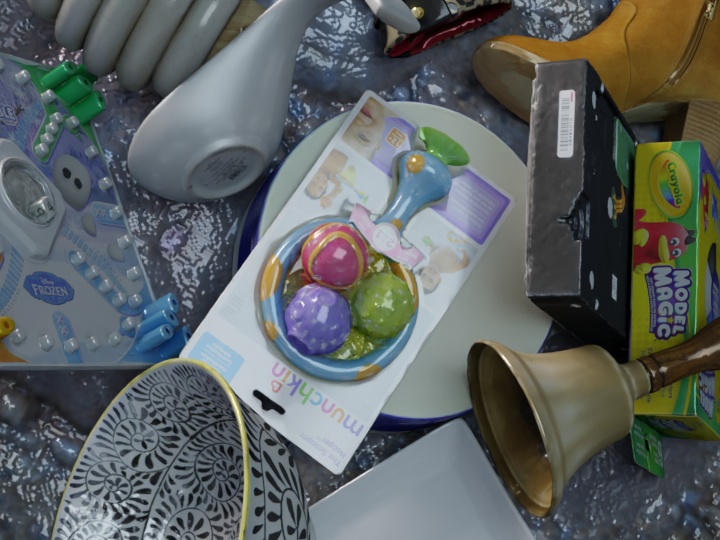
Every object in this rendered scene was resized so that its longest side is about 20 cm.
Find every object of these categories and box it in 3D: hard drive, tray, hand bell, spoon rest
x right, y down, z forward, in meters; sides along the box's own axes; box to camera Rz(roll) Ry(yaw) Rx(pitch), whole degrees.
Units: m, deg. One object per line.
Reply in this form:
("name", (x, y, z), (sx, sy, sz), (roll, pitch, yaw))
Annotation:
("hard drive", (0.145, -0.030, 0.829), (0.037, 0.200, 0.141), (-1, 77, 24))
("tray", (0.003, 0.183, 0.787), (0.199, 0.022, 0.108), (-32, 63, 1))
("hand bell", (0.171, 0.056, 0.770), (0.198, 0.104, 0.105), (-20, 84, -15))
("spoon rest", (-0.057, -0.108, 0.789), (0.099, 0.199, 0.061), (18, 42, -53))

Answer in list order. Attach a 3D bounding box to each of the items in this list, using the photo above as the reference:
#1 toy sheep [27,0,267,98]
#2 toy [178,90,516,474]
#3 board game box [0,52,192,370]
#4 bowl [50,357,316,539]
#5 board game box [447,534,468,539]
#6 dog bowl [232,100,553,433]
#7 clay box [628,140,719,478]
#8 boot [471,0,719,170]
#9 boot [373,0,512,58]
("toy sheep", (-0.134, -0.178, 0.809), (0.199, 0.138, 0.139), (29, 73, -7))
("toy", (0.000, 0.000, 0.767), (0.115, 0.047, 0.201), (36, 72, -4))
("board game box", (-0.182, -0.043, 0.732), (0.026, 0.200, 0.202), (-27, 75, 22))
("bowl", (-0.086, 0.159, 0.741), (0.094, 0.200, 0.203), (23, 72, -35))
("board game box", (0.091, 0.278, 0.811), (0.146, 0.064, 0.202), (17, 75, -10))
("dog bowl", (0.023, -0.001, 0.840), (0.198, 0.079, 0.202), (3, 78, -15))
("clay box", (0.207, 0.030, 0.866), (0.047, 0.115, 0.202), (-2, 76, 23))
("boot", (0.180, -0.161, 0.929), (0.200, 0.071, 0.145), (22, 68, -14))
("boot", (-0.001, -0.216, 0.884), (0.198, 0.073, 0.152), (-20, 84, -24))
